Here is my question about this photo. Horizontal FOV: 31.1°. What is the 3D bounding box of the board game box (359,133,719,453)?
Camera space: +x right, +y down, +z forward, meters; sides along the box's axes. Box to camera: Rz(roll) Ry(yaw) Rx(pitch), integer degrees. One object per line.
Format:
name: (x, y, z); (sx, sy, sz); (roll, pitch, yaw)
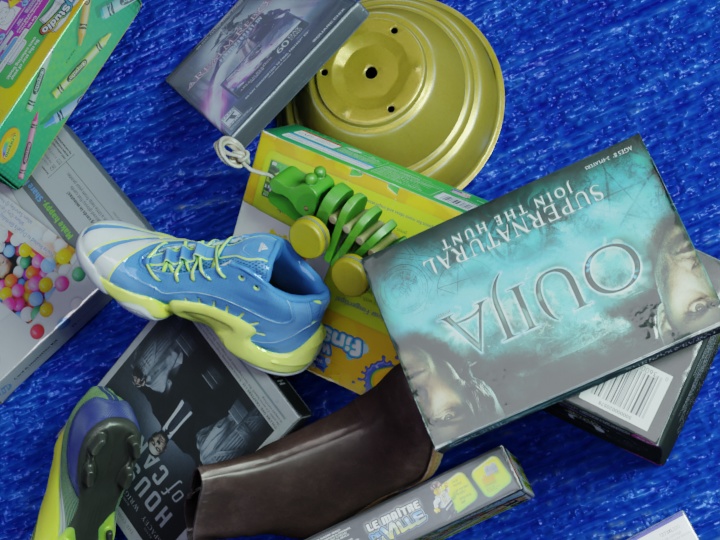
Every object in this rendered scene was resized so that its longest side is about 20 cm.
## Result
board game box: (0.114, 0.015, 0.824); (0.199, 0.028, 0.136); (-25, 72, 7)

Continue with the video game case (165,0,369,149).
video game case: (-0.083, -0.181, 1.062); (0.143, 0.019, 0.200); (-47, 32, -1)

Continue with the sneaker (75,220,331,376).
sneaker: (-0.107, -0.005, 0.950); (0.199, 0.105, 0.076); (26, 42, -7)

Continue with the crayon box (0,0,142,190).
crayon box: (-0.294, -0.183, 1.129); (0.118, 0.058, 0.201); (25, 78, 34)

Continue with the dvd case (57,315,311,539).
dvd case: (-0.145, 0.123, 1.031); (0.200, 0.025, 0.151); (-48, 70, 22)

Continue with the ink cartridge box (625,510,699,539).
ink cartridge box: (0.243, 0.286, 0.940); (0.094, 0.037, 0.201); (-29, 75, 6)

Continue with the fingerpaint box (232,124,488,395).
fingerpaint box: (0.000, 0.000, 1.011); (0.199, 0.073, 0.168); (22, 107, 17)

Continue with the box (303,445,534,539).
box: (0.030, 0.193, 0.969); (0.199, 0.110, 0.035); (-27, 73, 6)

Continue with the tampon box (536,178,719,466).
tampon box: (0.173, 0.046, 0.923); (0.149, 0.200, 0.127); (25, 84, 18)

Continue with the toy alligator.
toy alligator: (-0.025, -0.046, 0.931); (0.200, 0.059, 0.054); (42, 132, 9)

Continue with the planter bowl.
planter bowl: (0.016, -0.149, 1.064); (0.198, 0.083, 0.203); (-3, 77, 12)

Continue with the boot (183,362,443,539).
boot: (-0.035, 0.139, 0.932); (0.165, 0.201, 0.073); (-6, 53, -24)

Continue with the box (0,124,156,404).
box: (-0.289, -0.011, 1.123); (0.200, 0.041, 0.156); (-42, 72, 2)

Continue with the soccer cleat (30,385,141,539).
soccer cleat: (-0.229, 0.186, 1.044); (0.201, 0.064, 0.084); (-65, 33, 19)
